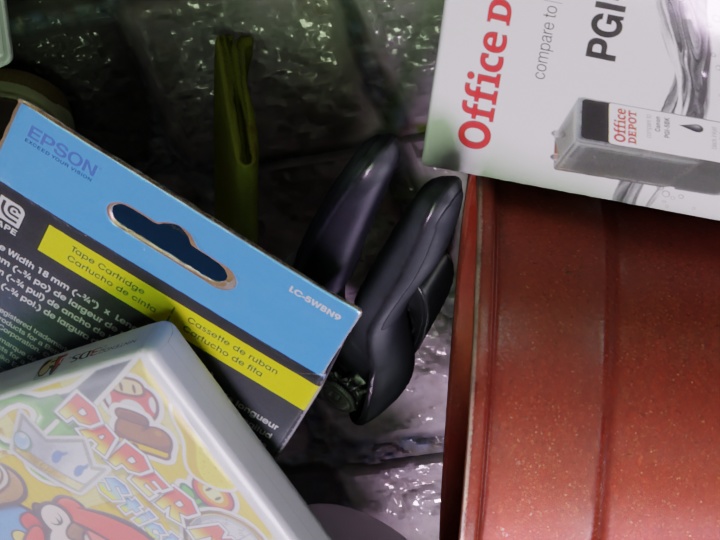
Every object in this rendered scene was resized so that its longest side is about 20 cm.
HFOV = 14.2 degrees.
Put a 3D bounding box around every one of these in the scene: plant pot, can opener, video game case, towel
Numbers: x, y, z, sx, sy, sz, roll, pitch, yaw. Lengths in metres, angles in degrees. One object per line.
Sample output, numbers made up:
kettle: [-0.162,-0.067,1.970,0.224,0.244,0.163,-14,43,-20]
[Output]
plant pot: [0.133,0.061,1.100,0.195,0.201,0.201,4,132,0]
can opener: [0.000,0.000,1.106,0.063,0.079,0.200,23,157,6]
video game case: [-0.086,0.119,1.104,0.182,0.023,0.200,-18,117,38]
towel: [-0.046,0.009,1.158,0.018,0.086,0.200,-5,132,-8]

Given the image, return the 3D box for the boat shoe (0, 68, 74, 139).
boat shoe: [-0.157,0.008,1.195,0.073,0.065,0.200,9,132,5]

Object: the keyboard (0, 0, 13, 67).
keyboard: [-0.218,-0.074,1.147,0.200,0.056,0.011,-21,152,28]

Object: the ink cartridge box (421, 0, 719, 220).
ink cartridge box: [0.129,-0.095,1.024,0.200,0.083,0.147,10,133,4]

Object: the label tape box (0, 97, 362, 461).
label tape box: [-0.084,0.020,1.080,0.144,0.063,0.200,32,135,-1]

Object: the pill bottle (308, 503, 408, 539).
pill bottle: [-0.046,0.196,1.232,0.112,0.112,0.200,26,120,-10]
